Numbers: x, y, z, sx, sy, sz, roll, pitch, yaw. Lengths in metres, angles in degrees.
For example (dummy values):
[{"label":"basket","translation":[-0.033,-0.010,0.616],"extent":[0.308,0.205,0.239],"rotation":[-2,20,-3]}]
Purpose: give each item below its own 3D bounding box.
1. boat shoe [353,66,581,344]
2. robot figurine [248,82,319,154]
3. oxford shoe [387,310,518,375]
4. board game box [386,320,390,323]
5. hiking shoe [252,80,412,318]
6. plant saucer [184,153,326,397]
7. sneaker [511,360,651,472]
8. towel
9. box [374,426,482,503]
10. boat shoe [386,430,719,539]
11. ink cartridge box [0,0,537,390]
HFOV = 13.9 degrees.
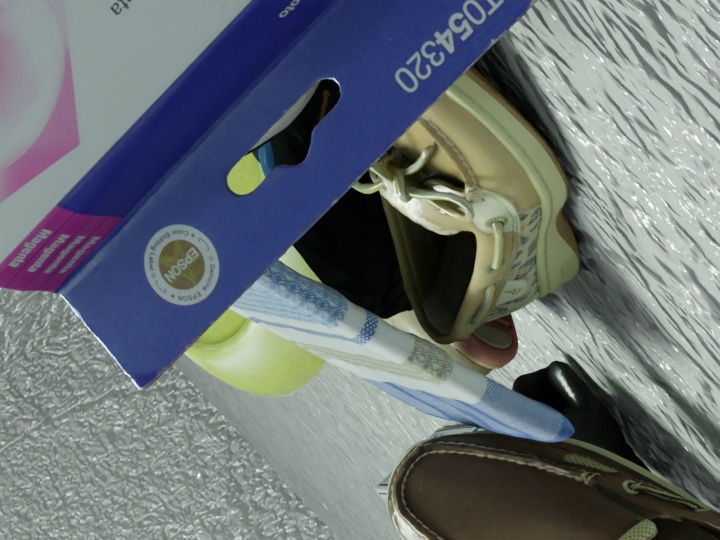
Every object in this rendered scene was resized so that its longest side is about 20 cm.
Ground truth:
[{"label":"boat shoe","translation":[0.034,-0.026,1.076],"extent":[0.073,0.063,0.200],"rotation":[46,174,28]},{"label":"robot figurine","translation":[-0.073,-0.110,1.038],"extent":[0.150,0.125,0.200],"rotation":[46,171,17]},{"label":"oxford shoe","translation":[0.000,0.000,1.327],"extent":[0.070,0.075,0.200],"rotation":[23,-163,-42]},{"label":"board game box","translation":[-0.020,-0.038,1.477],"extent":[0.200,0.034,0.135],"rotation":[50,173,-3]},{"label":"hiking shoe","translation":[-0.022,-0.074,1.209],"extent":[0.200,0.074,0.087],"rotation":[62,178,-22]},{"label":"plant saucer","translation":[-0.068,-0.039,1.324],"extent":[0.200,0.031,0.201],"rotation":[27,122,54]},{"label":"sneaker","translation":[0.085,0.111,1.274],"extent":[0.200,0.076,0.091],"rotation":[-90,-26,-65]},{"label":"towel","translation":[-0.024,0.012,1.155],"extent":[0.200,0.024,0.147],"rotation":[29,174,-18]},{"label":"box","translation":[0.076,0.158,1.826],"extent":[0.117,0.060,0.200],"rotation":[49,173,-2]},{"label":"boat shoe","translation":[0.104,0.109,1.158],"extent":[0.201,0.075,0.075],"rotation":[17,172,12]},{"label":"ink cartridge box","translation":[-0.077,-0.094,0.911],"extent":[0.200,0.196,0.043],"rotation":[49,-157,8]}]
